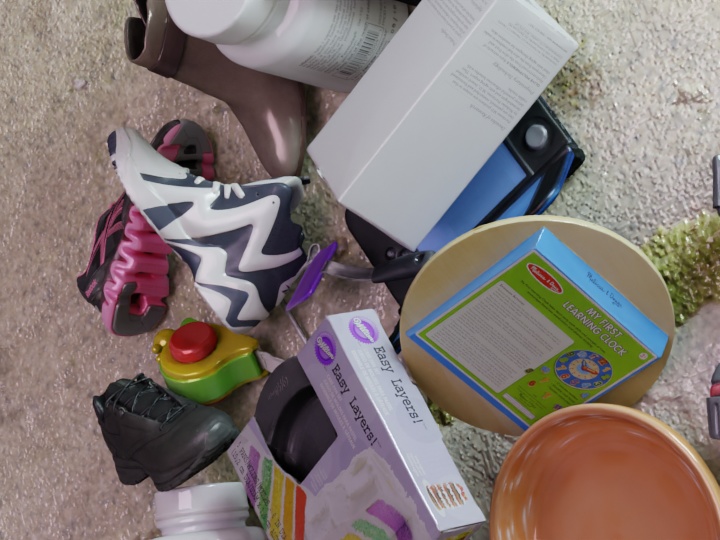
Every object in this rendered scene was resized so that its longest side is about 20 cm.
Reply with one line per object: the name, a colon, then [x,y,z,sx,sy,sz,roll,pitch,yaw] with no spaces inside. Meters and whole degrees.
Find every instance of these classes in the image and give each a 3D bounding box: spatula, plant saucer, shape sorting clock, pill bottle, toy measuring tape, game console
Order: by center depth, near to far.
shape sorting clock: [0.128,0.042,1.322,0.200,0.200,0.039,-32,29,28]
plant saucer: [0.185,0.195,1.327,0.199,0.037,0.202,5,98,37]
game console: [0.064,-0.050,1.398,0.200,0.118,0.171,-45,63,23]
spatula: [0.000,0.000,1.411,0.200,0.021,0.057,-6,52,55]
pill bottle: [-0.059,-0.212,1.448,0.114,0.200,0.115,-3,84,34]
pill bottle: [-0.122,0.279,1.504,0.109,0.109,0.201,-13,78,33]
toy measuring tape: [-0.108,0.090,1.530,0.199,0.073,0.074,18,96,37]

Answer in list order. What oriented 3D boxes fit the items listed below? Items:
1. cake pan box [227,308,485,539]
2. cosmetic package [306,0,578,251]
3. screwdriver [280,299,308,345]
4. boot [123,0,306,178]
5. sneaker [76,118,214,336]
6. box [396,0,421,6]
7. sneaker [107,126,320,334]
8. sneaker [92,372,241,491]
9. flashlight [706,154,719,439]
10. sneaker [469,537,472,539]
cake pan box: [-0.009,0.156,1.357,0.184,0.052,0.201,-51,56,39]
cosmetic package: [0.058,-0.130,1.377,0.200,0.085,0.108,-52,29,15]
screwdriver: [-0.072,0.020,1.542,0.028,0.029,0.201,-41,64,25]
boot: [-0.126,-0.172,1.519,0.070,0.146,0.201,-31,65,44]
sneaker: [-0.199,-0.047,1.616,0.095,0.079,0.201,32,103,44]
box: [0.002,-0.284,1.413,0.036,0.199,0.144,-24,72,35]
sneaker: [-0.111,-0.061,1.514,0.129,0.080,0.200,-36,80,-2]
sneaker: [-0.172,0.130,1.523,0.200,0.076,0.091,-12,111,56]
flashlight: [0.273,0.018,1.278,0.068,0.068,0.201,-6,84,37]
sneaker: [0.066,0.230,1.363,0.077,0.085,0.200,-38,69,-9]
